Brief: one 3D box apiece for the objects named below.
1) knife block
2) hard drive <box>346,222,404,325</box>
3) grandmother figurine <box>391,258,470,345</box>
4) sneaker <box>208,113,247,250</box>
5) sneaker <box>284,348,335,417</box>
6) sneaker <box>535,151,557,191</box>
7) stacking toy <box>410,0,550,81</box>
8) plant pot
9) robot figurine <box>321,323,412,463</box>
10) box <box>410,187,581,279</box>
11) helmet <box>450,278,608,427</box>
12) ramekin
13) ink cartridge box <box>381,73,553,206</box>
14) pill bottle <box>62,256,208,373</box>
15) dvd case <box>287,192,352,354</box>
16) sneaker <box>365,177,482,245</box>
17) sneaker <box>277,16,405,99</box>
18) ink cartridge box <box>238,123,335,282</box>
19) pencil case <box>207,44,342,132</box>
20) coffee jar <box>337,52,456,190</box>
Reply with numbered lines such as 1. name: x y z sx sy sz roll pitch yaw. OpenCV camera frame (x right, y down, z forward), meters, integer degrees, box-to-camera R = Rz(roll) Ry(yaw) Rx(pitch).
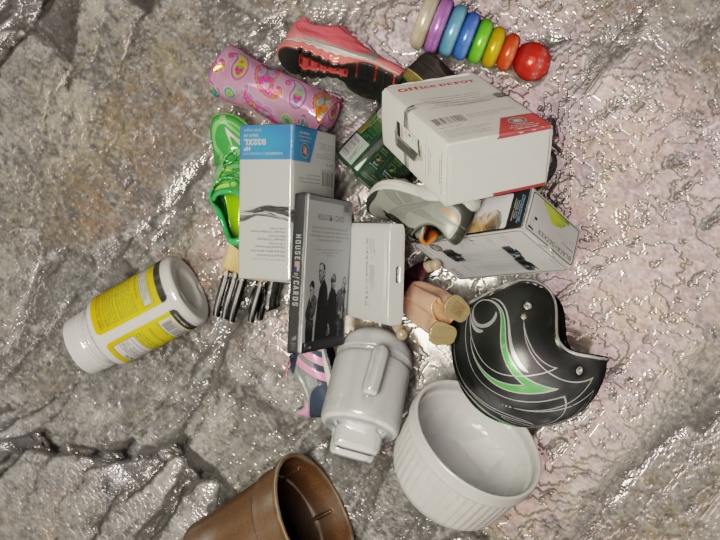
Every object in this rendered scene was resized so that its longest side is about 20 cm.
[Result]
1. knife block: -0.172 -0.028 1.267 0.174 0.064 0.202 -28 88 9
2. hard drive: 0.000 0.000 1.184 0.026 0.199 0.134 0 93 -28
3. grandmother figurine: 0.074 0.035 1.177 0.061 0.200 0.122 42 82 -32
4. sneaker: -0.174 -0.127 1.190 0.073 0.084 0.203 -11 89 11
5. sneaker: -0.083 0.123 1.256 0.081 0.070 0.203 -14 88 10
6. sneaker: 0.184 -0.123 1.193 0.198 0.081 0.075 -21 89 10
7. stacking toy: 0.174 -0.321 1.194 0.198 0.085 0.086 24 96 2
8. plant pot: -0.141 0.401 1.224 0.197 0.200 0.202 -30 87 17
9. robot figurine: 0.011 0.165 1.191 0.112 0.170 0.202 17 61 -5
10. box: 0.179 -0.044 1.127 0.116 0.199 0.061 33 67 -33
11. helmet: 0.227 0.119 1.145 0.198 0.200 0.193 -24 77 10
12. ramekin: 0.139 0.260 1.163 0.199 0.200 0.106 35 123 6
13. ink cartridge box: 0.129 -0.172 1.070 0.145 0.200 0.084 -12 124 -16
14. pill bottle: -0.342 0.071 1.276 0.198 0.114 0.115 -27 88 10
15. dvd case: -0.052 0.004 1.119 0.024 0.150 0.203 3 91 21
16. sneaker: 0.071 -0.076 1.122 0.199 0.074 0.080 9 77 52
17. sneaker: -0.017 -0.319 1.226 0.198 0.074 0.088 17 64 -3
18. ink cartridge box: -0.098 -0.089 1.142 0.083 0.145 0.203 2 93 20
19. pencil case: -0.125 -0.254 1.240 0.198 0.087 0.088 28 97 6
20. coffee jar: 0.065 -0.205 1.199 0.104 0.085 0.200 36 100 -34
